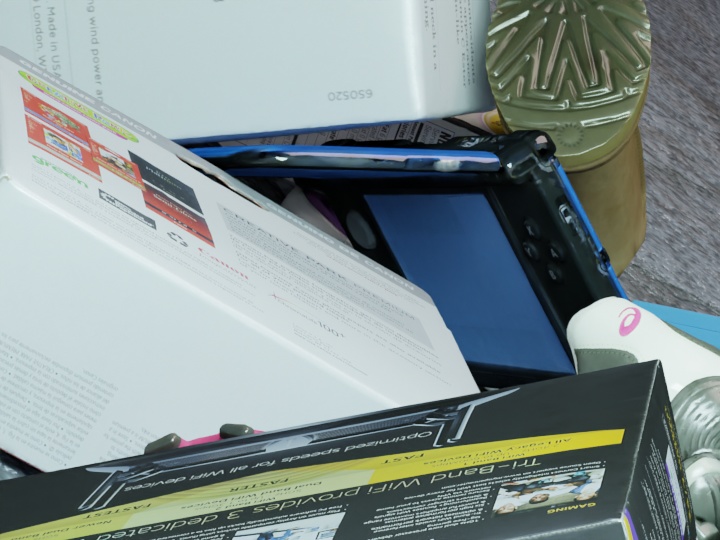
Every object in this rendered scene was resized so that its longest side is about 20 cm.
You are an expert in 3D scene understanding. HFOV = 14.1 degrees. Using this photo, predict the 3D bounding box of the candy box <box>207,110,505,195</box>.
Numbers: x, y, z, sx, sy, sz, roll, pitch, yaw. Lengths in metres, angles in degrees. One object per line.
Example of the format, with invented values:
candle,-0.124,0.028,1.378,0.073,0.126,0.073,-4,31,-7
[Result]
candy box,-0.014,-0.077,1.392,0.200,0.061,0.136,24,12,14

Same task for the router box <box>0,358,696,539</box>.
router box,-0.021,0.080,0.717,0.157,0.200,0.052,-51,129,-75

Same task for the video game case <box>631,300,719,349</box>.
video game case,0.205,0.091,1.231,0.143,0.018,0.200,12,-32,42

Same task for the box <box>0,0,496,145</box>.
box,-0.058,-0.153,1.201,0.200,0.199,0.131,-4,4,17

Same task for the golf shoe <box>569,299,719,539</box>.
golf shoe,0.100,0.087,0.950,0.077,0.200,0.088,-27,59,-23

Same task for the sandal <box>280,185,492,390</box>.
sandal,0.055,0.016,1.352,0.203,0.050,0.082,33,14,-7

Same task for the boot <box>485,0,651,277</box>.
boot,0.098,-0.058,1.255,0.200,0.066,0.175,77,12,-51

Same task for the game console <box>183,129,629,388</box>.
game console,0.000,0.000,1.181,0.171,0.118,0.200,62,-21,-14

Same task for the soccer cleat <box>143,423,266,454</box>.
soccer cleat,0.010,0.092,0.864,0.200,0.070,0.086,-2,-38,33

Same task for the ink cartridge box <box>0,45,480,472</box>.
ink cartridge box,-0.062,0.022,1.003,0.200,0.084,0.176,31,13,-16
